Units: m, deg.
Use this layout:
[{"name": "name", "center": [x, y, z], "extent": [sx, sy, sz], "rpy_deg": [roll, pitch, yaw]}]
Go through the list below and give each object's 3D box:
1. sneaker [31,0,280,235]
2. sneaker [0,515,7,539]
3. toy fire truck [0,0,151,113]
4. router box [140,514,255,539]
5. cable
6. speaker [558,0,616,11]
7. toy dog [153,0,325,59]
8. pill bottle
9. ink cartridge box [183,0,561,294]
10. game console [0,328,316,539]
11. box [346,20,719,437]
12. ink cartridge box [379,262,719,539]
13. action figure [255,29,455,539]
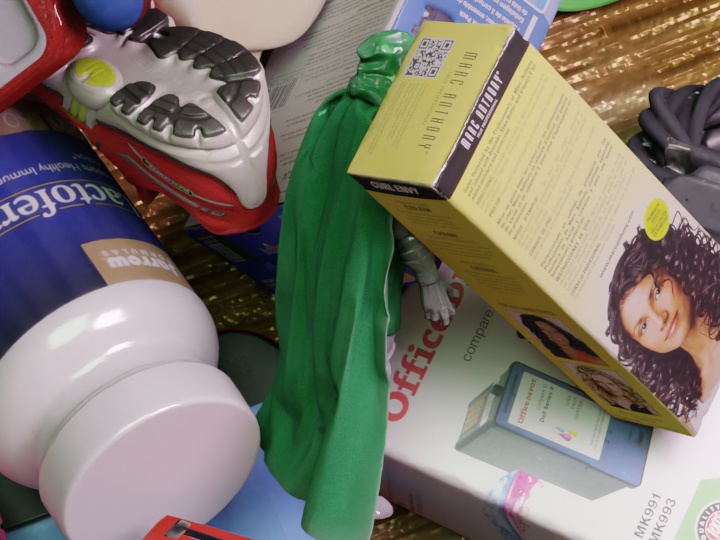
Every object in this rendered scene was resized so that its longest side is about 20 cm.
[{"name": "sneaker", "center": [-0.104, -0.072, 1.123], "extent": [0.077, 0.085, 0.200], "rpy_deg": [-32, 42, -19]}, {"name": "sneaker", "center": [-0.217, 0.100, 1.121], "extent": [0.088, 0.081, 0.200], "rpy_deg": [-40, 34, 11]}, {"name": "toy fire truck", "center": [-0.163, -0.154, 1.072], "extent": [0.200, 0.112, 0.168], "rpy_deg": [-32, 86, 24]}, {"name": "router box", "center": [-0.023, 0.220, 1.052], "extent": [0.179, 0.049, 0.201], "rpy_deg": [15, 103, 8]}, {"name": "cable", "center": [0.216, -0.031, 1.144], "extent": [0.199, 0.163, 0.051], "rpy_deg": [16, 115, 15]}, {"name": "speaker", "center": [0.089, -0.230, 1.248], "extent": [0.088, 0.089, 0.201], "rpy_deg": [-14, 70, -3]}, {"name": "toy dog", "center": [-0.069, -0.199, 1.200], "extent": [0.139, 0.195, 0.200], "rpy_deg": [-12, 38, -19]}, {"name": "pill bottle", "center": [-0.132, 0.023, 1.122], "extent": [0.115, 0.116, 0.200], "rpy_deg": [-32, 56, -9]}, {"name": "ink cartridge box", "center": [0.001, -0.064, 1.155], "extent": [0.076, 0.136, 0.201], "rpy_deg": [34, 71, -20]}, {"name": "game console", "center": [-0.087, 0.138, 1.147], "extent": [0.176, 0.031, 0.201], "rpy_deg": [-18, 69, -5]}, {"name": "box", "center": [0.082, -0.014, 1.020], "extent": [0.050, 0.200, 0.075], "rpy_deg": [10, 68, 46]}, {"name": "ink cartridge box", "center": [0.107, 0.061, 1.138], "extent": [0.199, 0.088, 0.146], "rpy_deg": [24, 73, 13]}, {"name": "action figure", "center": [0.000, 0.000, 1.038], "extent": [0.054, 0.201, 0.118], "rpy_deg": [-3, 24, -29]}]
